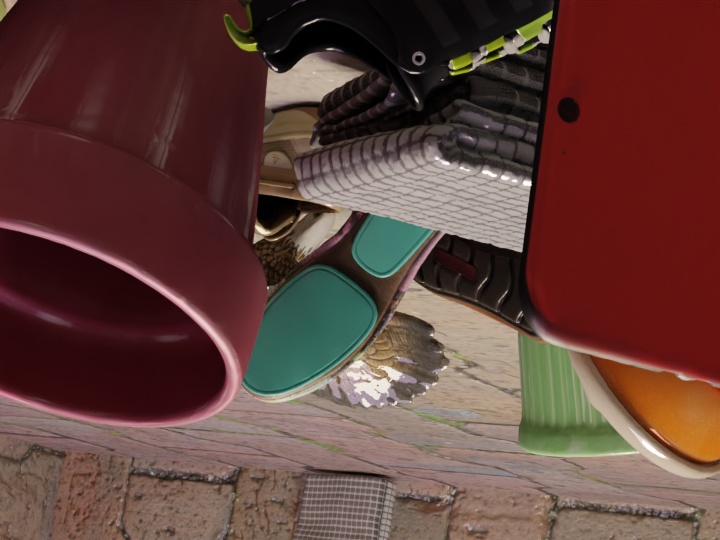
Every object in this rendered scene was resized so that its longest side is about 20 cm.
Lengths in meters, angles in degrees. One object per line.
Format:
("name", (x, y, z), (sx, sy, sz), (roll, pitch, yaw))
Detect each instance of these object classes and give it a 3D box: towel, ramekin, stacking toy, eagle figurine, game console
("towel", (0.083, -0.067, 0.900), (0.199, 0.086, 0.165), (12, 169, -24))
("towel", (-0.036, 0.483, 3.317), (0.199, 0.167, 0.085), (-2, 163, 34))
("ramekin", (0.213, 0.074, 1.297), (0.198, 0.099, 0.200), (-8, -177, 0))
("stacking toy", (0.235, 0.019, 1.040), (0.146, 0.147, 0.200), (19, 129, -43))
("eagle figurine", (-0.050, 0.013, 1.199), (0.151, 0.152, 0.200), (-7, -145, -42))
("game console", (0.123, -0.051, 0.654), (0.118, 0.202, 0.172), (8, 169, 3))

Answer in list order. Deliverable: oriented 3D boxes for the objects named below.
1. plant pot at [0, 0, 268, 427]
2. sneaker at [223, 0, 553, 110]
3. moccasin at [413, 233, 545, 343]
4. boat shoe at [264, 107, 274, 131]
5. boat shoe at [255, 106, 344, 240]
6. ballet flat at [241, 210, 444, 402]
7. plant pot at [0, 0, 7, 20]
("plant pot", (-0.128, -0.048, 0.827), (0.198, 0.180, 0.200), (13, 152, 7))
("sneaker", (0.042, -0.106, 0.738), (0.198, 0.084, 0.072), (7, 169, 6))
("moccasin", (0.087, -0.014, 1.073), (0.077, 0.074, 0.201), (-1, -164, -37))
("boat shoe", (-0.127, -0.086, 1.006), (0.065, 0.074, 0.201), (54, 152, -19))
("boat shoe", (-0.068, -0.055, 1.093), (0.071, 0.065, 0.200), (15, 166, -28))
("ballet flat", (0.000, 0.000, 1.053), (0.069, 0.200, 0.071), (39, -171, 2))
("plant pot", (-0.312, -0.087, 0.893), (0.189, 0.201, 0.200), (21, 168, 2))
